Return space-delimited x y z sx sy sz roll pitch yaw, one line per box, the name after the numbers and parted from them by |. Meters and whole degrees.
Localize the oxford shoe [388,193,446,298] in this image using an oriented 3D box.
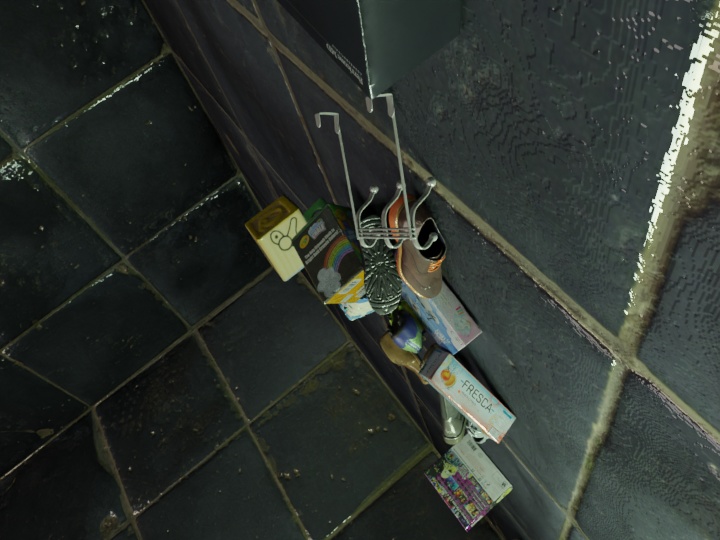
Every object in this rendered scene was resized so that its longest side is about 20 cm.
0.097 -0.018 0.876 0.072 0.071 0.203 39 162 43 | oxford shoe

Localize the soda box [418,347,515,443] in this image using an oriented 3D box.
0.207 0.242 1.113 0.200 0.064 0.068 44 170 -13 | soda box

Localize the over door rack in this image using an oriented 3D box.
0.028 -0.131 0.773 0.146 0.066 0.206 5 119 57 | over door rack

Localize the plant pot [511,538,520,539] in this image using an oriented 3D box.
0.581 1.086 2.062 0.189 0.182 0.203 63 -179 -48 | plant pot

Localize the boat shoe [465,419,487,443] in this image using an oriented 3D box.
0.266 0.337 1.255 0.070 0.071 0.202 48 169 28 | boat shoe

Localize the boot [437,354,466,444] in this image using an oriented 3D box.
0.199 0.253 1.273 0.184 0.070 0.205 -75 -29 -59 | boot

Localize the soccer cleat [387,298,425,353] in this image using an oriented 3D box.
0.100 0.111 1.184 0.083 0.065 0.201 40 -162 -6 | soccer cleat

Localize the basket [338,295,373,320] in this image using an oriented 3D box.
0.000 0.000 1.292 0.177 0.136 0.204 48 135 30 | basket

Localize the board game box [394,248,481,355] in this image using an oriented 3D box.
0.130 0.058 1.057 0.201 0.043 0.201 53 171 12 | board game box

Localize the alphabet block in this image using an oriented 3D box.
-0.284 -0.121 2.128 0.196 0.193 0.203 37 160 55 | alphabet block

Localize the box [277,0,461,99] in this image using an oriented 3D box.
-0.019 -0.277 0.434 0.201 0.103 0.183 51 170 23 | box

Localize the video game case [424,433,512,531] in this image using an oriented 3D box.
0.309 0.607 1.660 0.200 0.180 0.036 45 169 40 | video game case

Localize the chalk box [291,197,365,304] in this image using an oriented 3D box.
-0.048 -0.051 1.183 0.123 0.124 0.204 3 -127 -58 | chalk box

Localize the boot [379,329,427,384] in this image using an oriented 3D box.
0.132 0.265 1.704 0.201 0.075 0.074 51 169 16 | boot

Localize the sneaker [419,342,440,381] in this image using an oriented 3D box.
0.173 0.235 1.365 0.071 0.075 0.202 47 168 32 | sneaker

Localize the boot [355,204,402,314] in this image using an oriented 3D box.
0.025 -0.026 1.032 0.200 0.063 0.171 -120 21 -80 | boot
